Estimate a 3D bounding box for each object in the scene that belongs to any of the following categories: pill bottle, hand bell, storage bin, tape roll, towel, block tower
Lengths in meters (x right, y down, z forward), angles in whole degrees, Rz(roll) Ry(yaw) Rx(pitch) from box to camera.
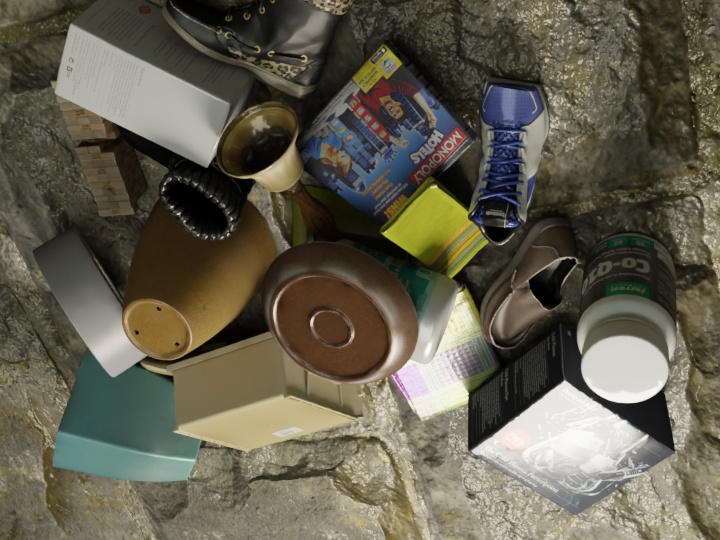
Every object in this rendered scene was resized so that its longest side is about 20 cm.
[{"bbox_3d":[0.310,0.053,1.221,0.112,0.201,0.114,7,125,11],"label":"pill bottle"},{"bbox_3d":[-0.075,-0.096,1.240,0.103,0.105,0.200,-11,144,22],"label":"hand bell"},{"bbox_3d":[-0.125,0.171,1.446,0.199,0.095,0.198,-20,154,26],"label":"storage bin"},{"bbox_3d":[-0.358,0.042,1.410,0.066,0.200,0.201,-33,115,-10],"label":"tape roll"},{"bbox_3d":[0.095,-0.044,1.234,0.086,0.200,0.018,-48,61,6],"label":"towel"},{"bbox_3d":[-0.332,-0.171,1.347,0.053,0.058,0.202,-2,121,17],"label":"block tower"},{"bbox_3d":[0.012,0.031,1.284,0.198,0.111,0.112,20,127,8],"label":"pill bottle"},{"bbox_3d":[0.103,0.107,1.390,0.142,0.023,0.201,-24,125,8],"label":"towel"}]

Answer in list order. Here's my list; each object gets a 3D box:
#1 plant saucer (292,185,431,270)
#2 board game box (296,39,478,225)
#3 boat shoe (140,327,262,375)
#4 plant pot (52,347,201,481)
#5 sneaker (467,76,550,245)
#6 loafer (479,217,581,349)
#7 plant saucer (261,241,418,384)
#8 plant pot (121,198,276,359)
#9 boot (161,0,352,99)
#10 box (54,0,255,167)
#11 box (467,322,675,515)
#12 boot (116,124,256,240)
[{"bbox_3d":[0.000,0.000,1.370,0.198,0.048,0.202,10,126,10],"label":"plant saucer"},{"bbox_3d":[0.042,-0.136,1.237,0.200,0.062,0.200,46,125,-5],"label":"board game box"},{"bbox_3d":[-0.222,0.132,1.516,0.198,0.072,0.076,-2,139,19],"label":"boat shoe"},{"bbox_3d":[-0.333,0.228,1.552,0.198,0.142,0.142,17,147,-10],"label":"plant pot"},{"bbox_3d":[0.170,-0.110,1.205,0.080,0.116,0.201,7,125,10],"label":"sneaker"},{"bbox_3d":[0.208,0.029,1.301,0.072,0.071,0.201,4,129,-22],"label":"loafer"},{"bbox_3d":[-0.030,0.060,1.232,0.198,0.032,0.202,11,126,15],"label":"plant saucer"},{"bbox_3d":[-0.226,0.016,1.353,0.184,0.201,0.188,8,125,12],"label":"plant pot"},{"bbox_3d":[-0.111,-0.298,1.184,0.199,0.073,0.151,29,127,-9],"label":"boot"},{"bbox_3d":[-0.235,-0.229,1.234,0.199,0.125,0.098,26,127,-3],"label":"box"},{"bbox_3d":[0.271,0.198,1.371,0.199,0.105,0.182,32,126,-20],"label":"box"},{"bbox_3d":[-0.224,-0.130,1.277,0.209,0.158,0.080,22,127,1],"label":"boot"}]
